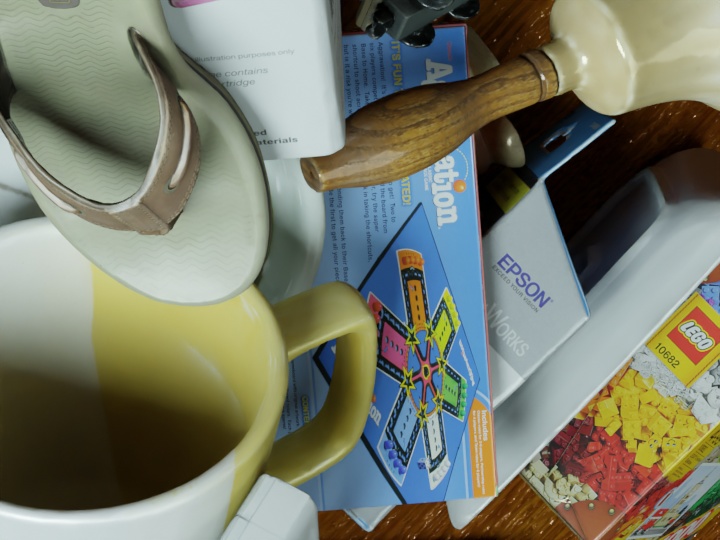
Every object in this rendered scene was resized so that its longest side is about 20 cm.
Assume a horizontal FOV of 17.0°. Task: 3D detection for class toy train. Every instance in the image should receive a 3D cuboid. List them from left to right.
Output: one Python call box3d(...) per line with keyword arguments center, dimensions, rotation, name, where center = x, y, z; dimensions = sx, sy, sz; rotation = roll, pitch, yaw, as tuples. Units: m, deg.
box3d(center=(0.066, -0.146, 0.988), dimensions=(0.200, 0.046, 0.034), rotation=(-35, 163, -35), name="toy train")

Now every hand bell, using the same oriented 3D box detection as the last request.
box3d(center=(0.065, -0.074, 0.962), dimensions=(0.200, 0.104, 0.104), rotation=(-26, 141, -22), name="hand bell")

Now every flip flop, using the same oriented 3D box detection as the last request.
box3d(center=(-0.083, -0.052, 0.763), dimensions=(0.081, 0.058, 0.200), rotation=(-6, 139, 9), name="flip flop")

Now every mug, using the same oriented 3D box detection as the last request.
box3d(center=(-0.087, 0.085, 0.920), dimensions=(0.186, 0.149, 0.153), rotation=(2, 135, -3), name="mug")

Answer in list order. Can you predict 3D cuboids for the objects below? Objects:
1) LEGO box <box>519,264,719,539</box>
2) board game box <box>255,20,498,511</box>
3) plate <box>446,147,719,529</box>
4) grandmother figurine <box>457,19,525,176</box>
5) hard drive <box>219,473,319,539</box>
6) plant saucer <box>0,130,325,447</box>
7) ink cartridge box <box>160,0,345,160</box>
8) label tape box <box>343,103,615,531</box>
box3d(center=(0.166, 0.075, 1.265), dimensions=(0.149, 0.077, 0.200), rotation=(-45, 161, 5), name="LEGO box")
box3d(center=(0.000, 0.000, 1.005), dimensions=(0.103, 0.019, 0.200), rotation=(-4, 100, 0), name="board game box")
box3d(center=(0.104, 0.020, 1.156), dimensions=(0.200, 0.032, 0.200), rotation=(-47, -174, 9), name="plate")
box3d(center=(-0.027, -0.028, 1.050), dimensions=(0.200, 0.061, 0.121), rotation=(-26, 114, -15), name="grandmother figurine")
box3d(center=(-0.075, 0.181, 0.875), dimensions=(0.200, 0.027, 0.132), rotation=(-59, 168, -21), name="hard drive")
box3d(center=(-0.116, -0.020, 0.952), dimensions=(0.200, 0.050, 0.200), rotation=(-9, 128, -11), name="plant saucer")
box3d(center=(-0.055, -0.154, 0.801), dimensions=(0.085, 0.145, 0.200), rotation=(-4, 139, 2), name="ink cartridge box")
box3d(center=(0.052, 0.015, 1.093), dimensions=(0.200, 0.066, 0.143), rotation=(-42, -174, 4), name="label tape box")
